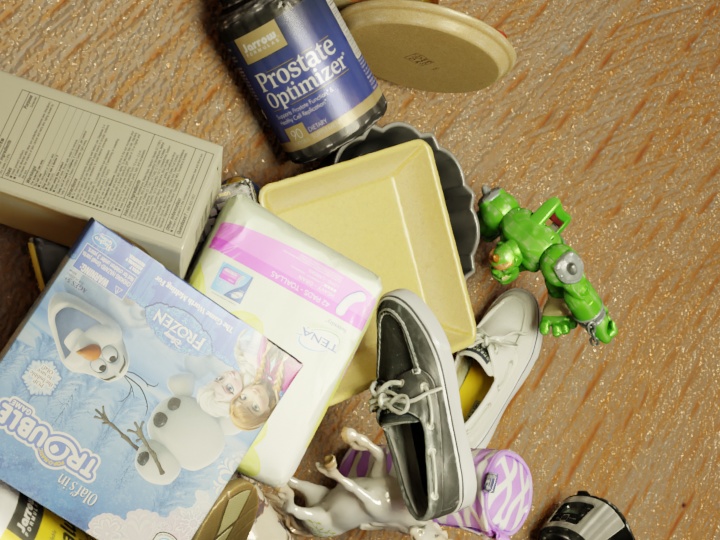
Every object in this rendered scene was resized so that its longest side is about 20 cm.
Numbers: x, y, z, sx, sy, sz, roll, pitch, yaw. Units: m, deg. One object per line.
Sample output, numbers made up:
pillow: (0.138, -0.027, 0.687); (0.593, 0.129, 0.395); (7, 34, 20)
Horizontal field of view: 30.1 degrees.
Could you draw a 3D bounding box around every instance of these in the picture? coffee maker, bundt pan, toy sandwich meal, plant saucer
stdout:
coffee maker: (0.206, 0.362, 1.406); (0.199, 0.134, 0.194); (-28, 124, -35)
bundt pan: (0.020, -0.042, 1.322); (0.200, 0.075, 0.205); (3, 86, -36)
toy sandwich meal: (0.059, -0.240, 1.317); (0.204, 0.204, 0.071); (21, 74, -34)
plant saucer: (0.000, 0.000, 1.230); (0.198, 0.048, 0.203); (-19, 98, -35)

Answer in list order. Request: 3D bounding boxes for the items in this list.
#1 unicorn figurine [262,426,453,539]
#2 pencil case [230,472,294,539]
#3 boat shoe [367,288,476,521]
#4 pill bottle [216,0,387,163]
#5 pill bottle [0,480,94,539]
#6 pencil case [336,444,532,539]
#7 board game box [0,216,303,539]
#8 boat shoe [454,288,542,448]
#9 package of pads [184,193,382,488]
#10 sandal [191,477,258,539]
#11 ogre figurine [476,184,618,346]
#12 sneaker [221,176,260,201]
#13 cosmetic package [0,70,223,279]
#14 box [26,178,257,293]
unicorn figurine: (-0.002, 0.209, 1.206); (0.138, 0.199, 0.074); (50, 55, -26)
pencil case: (-0.126, 0.215, 1.179); (0.089, 0.078, 0.201); (-37, 107, -20)
boat shoe: (0.041, 0.117, 1.166); (0.068, 0.073, 0.202); (-9, 87, -42)
pill bottle: (-0.066, -0.213, 1.258); (0.112, 0.111, 0.201); (-41, 109, -33)
pill bottle: (-0.278, 0.226, 1.039); (0.200, 0.111, 0.112); (44, 61, -25)
pencil case: (0.068, 0.207, 1.256); (0.083, 0.198, 0.087); (25, 69, -44)
board game box: (-0.178, 0.099, 1.027); (0.199, 0.043, 0.200); (35, 85, -15)
boat shoe: (0.126, 0.092, 1.383); (0.203, 0.074, 0.086); (-59, 149, -20)
package of pads: (-0.085, 0.061, 1.113); (0.153, 0.068, 0.202); (30, 82, -13)
sandal: (-0.149, 0.247, 1.121); (0.054, 0.201, 0.080); (41, 32, 22)
ogre figurine: (0.176, -0.016, 1.362); (0.120, 0.097, 0.202); (62, 5, -55)
sneaker: (-0.090, 0.011, 1.249); (0.088, 0.075, 0.203); (-15, 98, -53)
cosmetic package: (-0.220, -0.075, 1.084); (0.198, 0.071, 0.106); (20, 65, 1)
box: (-0.169, 0.024, 1.147); (0.198, 0.049, 0.162); (-16, 92, -16)
